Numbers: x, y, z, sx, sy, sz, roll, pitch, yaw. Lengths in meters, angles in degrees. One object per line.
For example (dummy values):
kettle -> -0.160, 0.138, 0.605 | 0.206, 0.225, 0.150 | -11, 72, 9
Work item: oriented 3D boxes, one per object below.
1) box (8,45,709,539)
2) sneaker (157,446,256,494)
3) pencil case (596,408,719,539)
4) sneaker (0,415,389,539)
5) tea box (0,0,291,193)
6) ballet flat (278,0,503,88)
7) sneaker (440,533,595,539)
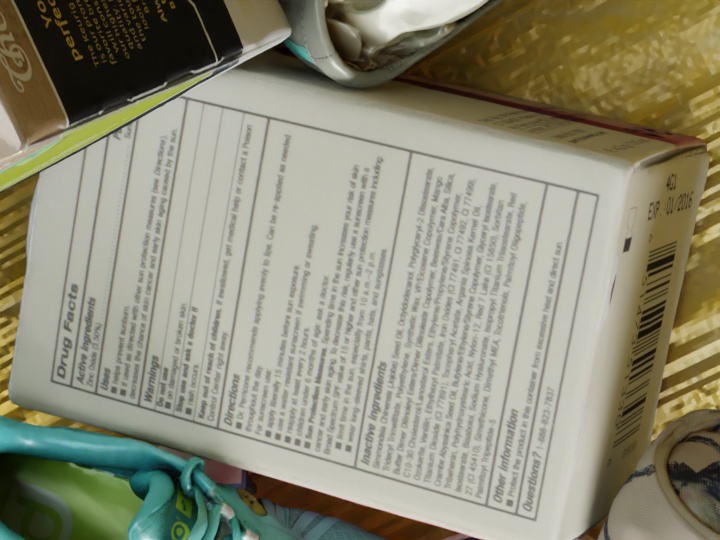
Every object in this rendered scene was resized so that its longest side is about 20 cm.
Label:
box -> 0.000, 0.000, 0.777 | 0.199, 0.109, 0.129 | 15, 102, 20
sneaker -> -0.105, 0.127, 0.808 | 0.072, 0.201, 0.072 | 45, 156, -21
pencil case -> 0.102, 0.140, 0.748 | 0.089, 0.078, 0.201 | 37, 124, 30
sneaker -> -0.053, 0.098, 0.755 | 0.199, 0.080, 0.078 | 17, 66, 0
tea box -> -0.144, -0.113, 0.645 | 0.133, 0.197, 0.201 | -25, 94, 21
ballet flat -> 0.061, -0.124, 0.731 | 0.199, 0.064, 0.068 | -36, 115, 1
sneaker -> -0.002, 0.147, 0.810 | 0.199, 0.084, 0.075 | -25, 87, 22
